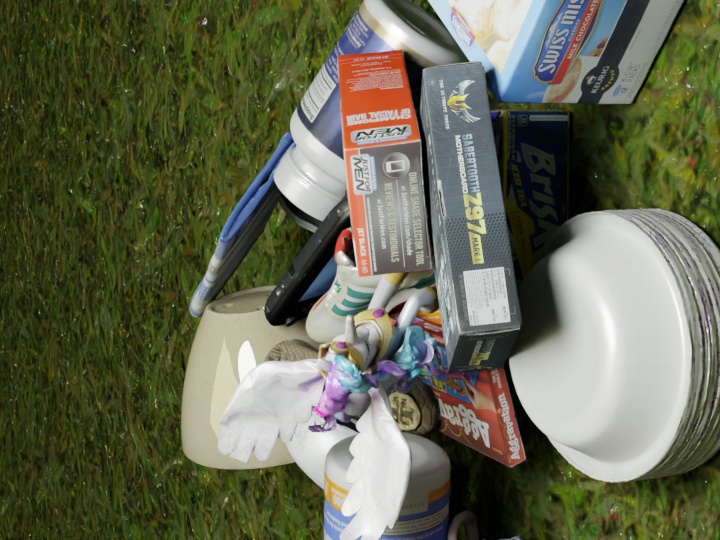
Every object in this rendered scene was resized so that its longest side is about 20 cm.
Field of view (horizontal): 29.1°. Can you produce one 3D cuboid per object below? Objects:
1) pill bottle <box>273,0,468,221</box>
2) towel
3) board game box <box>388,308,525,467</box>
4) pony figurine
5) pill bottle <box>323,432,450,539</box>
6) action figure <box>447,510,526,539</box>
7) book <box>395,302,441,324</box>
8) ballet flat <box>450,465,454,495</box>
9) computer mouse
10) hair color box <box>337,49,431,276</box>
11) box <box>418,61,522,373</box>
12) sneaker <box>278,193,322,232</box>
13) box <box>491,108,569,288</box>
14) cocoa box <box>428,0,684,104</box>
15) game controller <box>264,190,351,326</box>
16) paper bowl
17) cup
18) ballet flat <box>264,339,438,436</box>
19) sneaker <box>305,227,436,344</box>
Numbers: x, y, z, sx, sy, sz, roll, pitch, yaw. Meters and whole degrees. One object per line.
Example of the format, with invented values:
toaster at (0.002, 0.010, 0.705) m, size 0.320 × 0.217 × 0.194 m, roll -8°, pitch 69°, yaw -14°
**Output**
pill bottle at (0.004, -0.146, 1.280) m, size 0.201 × 0.110 × 0.111 m, roll -55°, pitch 44°, yaw 22°
towel at (-0.120, -0.043, 1.405) m, size 0.148 × 0.024 × 0.200 m, roll -57°, pitch 0°, yaw -27°
board game box at (0.075, 0.098, 1.215) m, size 0.199 × 0.019 × 0.104 m, roll 17°, pitch 126°, yaw 64°
pony figurine at (-0.007, 0.090, 1.113) m, size 0.165 × 0.200 × 0.195 m, roll 26°, pitch 117°, yaw 12°
pill bottle at (0.022, 0.254, 1.217) m, size 0.112 × 0.111 × 0.203 m, roll 28°, pitch 121°, yaw 57°
action figure at (0.094, 0.324, 1.165) m, size 0.148 × 0.134 × 0.202 m, roll 28°, pitch 95°, yaw 25°
book at (0.067, -0.001, 1.306) m, size 0.133 × 0.047 × 0.203 m, roll -5°, pitch 87°, yaw 63°
ballet flat at (0.026, 0.234, 1.369) m, size 0.069 × 0.071 × 0.200 m, roll 50°, pitch 148°, yaw -4°
computer mouse at (0.003, 0.195, 1.299) m, size 0.199 × 0.044 × 0.111 m, roll 32°, pitch 108°, yaw 16°
hair color box at (0.017, -0.092, 1.132) m, size 0.201 × 0.063 × 0.112 m, roll -97°, pitch 1°, yaw -62°
box at (0.079, -0.035, 1.053) m, size 0.158 × 0.050 × 0.203 m, roll 90°, pitch 174°, yaw -76°
sneaker at (-0.028, -0.083, 1.422) m, size 0.200 × 0.070 × 0.100 m, roll 47°, pitch 148°, yaw 40°
box at (0.129, -0.033, 1.160) m, size 0.064 × 0.069 × 0.203 m, roll 11°, pitch 103°, yaw 61°
cocoa box at (0.136, -0.239, 1.064) m, size 0.201 × 0.130 × 0.134 m, roll 62°, pitch 142°, yaw 38°
game controller at (-0.017, -0.015, 1.309) m, size 0.200 × 0.103 × 0.042 m, roll -51°, pitch 57°, yaw 43°
paper bowl at (0.186, 0.056, 1.036) m, size 0.200 × 0.103 × 0.204 m, roll 6°, pitch 97°, yaw 61°
cup at (-0.098, 0.098, 1.429) m, size 0.200 × 0.198 × 0.145 m, roll 14°, pitch 117°, yaw 60°
ballet flat at (-0.015, 0.109, 1.276) m, size 0.198 × 0.046 × 0.068 m, roll 19°, pitch 112°, yaw 37°
sneaker at (0.000, 0.000, 1.245) m, size 0.199 × 0.093 × 0.071 m, roll -30°, pitch 39°, yaw 42°
